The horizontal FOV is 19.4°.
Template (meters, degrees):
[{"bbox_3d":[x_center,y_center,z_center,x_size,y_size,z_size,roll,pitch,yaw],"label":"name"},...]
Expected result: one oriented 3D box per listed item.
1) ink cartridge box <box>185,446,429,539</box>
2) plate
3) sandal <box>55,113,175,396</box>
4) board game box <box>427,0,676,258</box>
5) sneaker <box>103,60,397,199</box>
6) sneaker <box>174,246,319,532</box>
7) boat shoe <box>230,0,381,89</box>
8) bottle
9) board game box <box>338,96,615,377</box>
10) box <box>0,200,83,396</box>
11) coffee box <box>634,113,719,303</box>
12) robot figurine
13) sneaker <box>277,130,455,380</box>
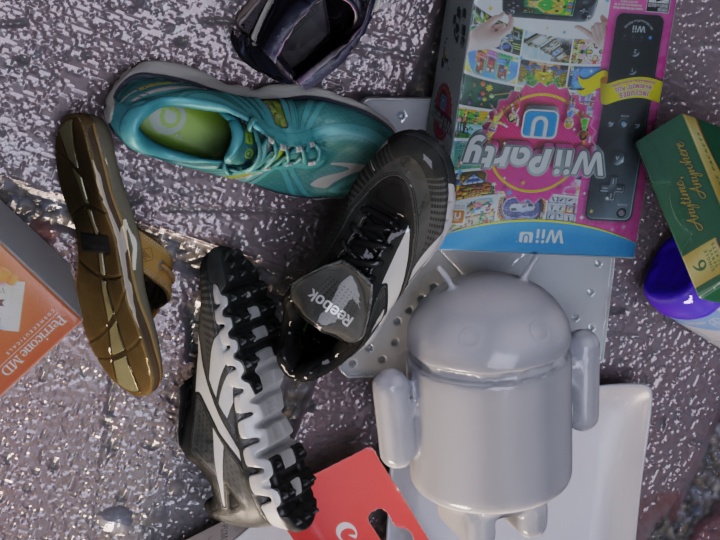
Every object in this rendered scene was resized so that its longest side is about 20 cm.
[{"bbox_3d":[-0.042,0.238,1.499,0.200,0.050,0.161,-27,114,11],"label":"ink cartridge box"},{"bbox_3d":[0.110,0.175,1.551,0.199,0.032,0.200,-2,109,-16],"label":"plate"},{"bbox_3d":[-0.154,-0.011,1.397,0.054,0.080,0.201,-20,110,-32],"label":"sandal"},{"bbox_3d":[0.124,-0.114,1.413,0.147,0.064,0.201,2,109,-17],"label":"board game box"},{"bbox_3d":[-0.069,-0.082,1.379,0.199,0.080,0.078,8,108,-13],"label":"sneaker"},{"bbox_3d":[-0.094,0.086,1.440,0.090,0.066,0.201,-11,94,27],"label":"sneaker"},{"bbox_3d":[0.004,-0.197,1.361,0.075,0.093,0.200,39,95,-24],"label":"boat shoe"},{"bbox_3d":[0.302,0.042,1.533,0.200,0.083,0.065,31,78,-24],"label":"bottle"},{"bbox_3d":[0.084,-0.025,1.479,0.199,0.026,0.201,-1,108,-16],"label":"board game box"},{"bbox_3d":[-0.291,-0.009,1.334,0.124,0.098,0.200,-43,114,5],"label":"box"},{"bbox_3d":[0.273,-0.031,1.437,0.044,0.123,0.200,-32,153,31],"label":"coffee box"},{"bbox_3d":[0.087,0.087,1.435,0.169,0.113,0.201,-11,112,-24],"label":"robot figurine"},{"bbox_3d":[0.000,0.000,1.364,0.066,0.091,0.200,34,126,6],"label":"sneaker"}]
